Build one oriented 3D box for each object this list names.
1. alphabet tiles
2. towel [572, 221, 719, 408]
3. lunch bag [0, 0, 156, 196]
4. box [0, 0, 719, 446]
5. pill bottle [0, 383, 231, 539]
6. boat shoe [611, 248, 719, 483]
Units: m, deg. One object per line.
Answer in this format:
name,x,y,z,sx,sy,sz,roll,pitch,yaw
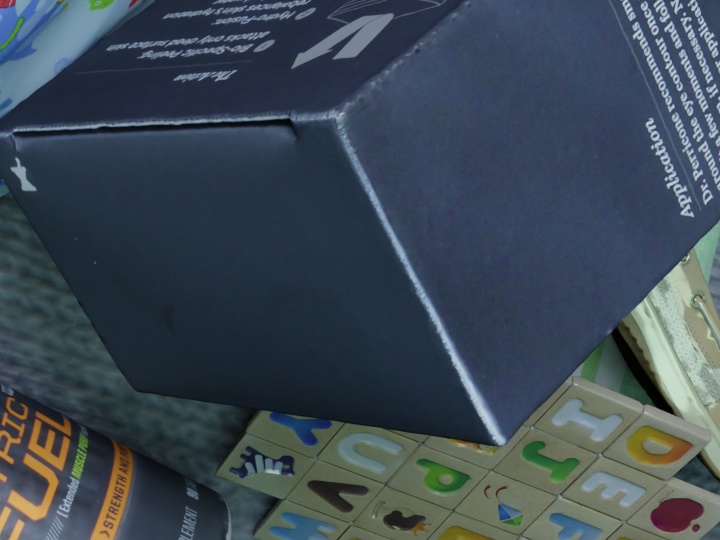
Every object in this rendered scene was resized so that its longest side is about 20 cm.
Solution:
alphabet tiles,0.048,0.093,0.828,0.199,0.006,0.167,22,134,-17
towel,0.062,-0.022,0.851,0.199,0.023,0.153,9,101,-16
lunch bag,-0.129,-0.098,0.696,0.161,0.200,0.082,-44,84,-2
box,0.018,-0.054,0.647,0.200,0.196,0.118,-42,116,-30
pill bottle,-0.161,0.097,0.781,0.200,0.106,0.106,28,95,-17
boat shoe,0.139,0.017,0.832,0.063,0.073,0.201,-33,102,1
